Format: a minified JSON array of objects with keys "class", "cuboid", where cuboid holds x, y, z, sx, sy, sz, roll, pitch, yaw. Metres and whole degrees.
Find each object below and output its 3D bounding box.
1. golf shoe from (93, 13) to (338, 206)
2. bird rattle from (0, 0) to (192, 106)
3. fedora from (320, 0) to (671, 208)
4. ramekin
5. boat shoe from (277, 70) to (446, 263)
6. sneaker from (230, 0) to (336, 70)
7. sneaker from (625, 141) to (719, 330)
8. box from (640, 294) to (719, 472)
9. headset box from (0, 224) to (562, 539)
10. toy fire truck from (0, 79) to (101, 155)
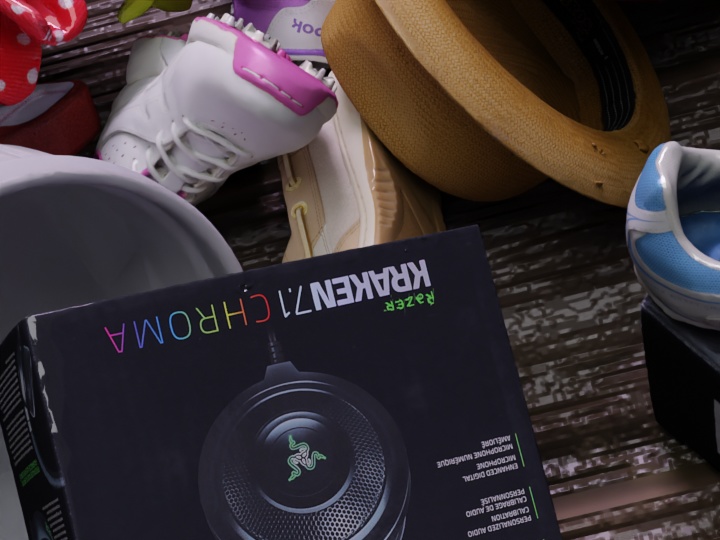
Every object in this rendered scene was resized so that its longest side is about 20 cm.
[{"class":"golf shoe","cuboid":[-0.069,-0.058,0.837,0.075,0.200,0.092,32,81,-17]},{"class":"bird rattle","cuboid":[-0.143,-0.158,0.827,0.199,0.113,0.164,-24,76,-34]},{"class":"fedora","cuboid":[0.049,-0.093,0.834,0.082,0.199,0.202,-39,51,32]},{"class":"ramekin","cuboid":[-0.148,0.043,0.768,0.200,0.201,0.105,-46,38,-15]},{"class":"boat shoe","cuboid":[0.000,0.000,0.835,0.069,0.074,0.202,-30,47,27]},{"class":"sneaker","cuboid":[-0.052,-0.157,0.932,0.072,0.115,0.201,3,22,-21]},{"class":"sneaker","cuboid":[0.190,-0.007,0.665,0.198,0.073,0.073,6,60,15]},{"class":"box","cuboid":[0.230,0.016,0.745,0.200,0.105,0.148,-40,59,-12]},{"class":"headset box","cuboid":[-0.023,0.105,0.679,0.172,0.093,0.202,-11,81,-20]},{"class":"toy fire truck","cuboid":[-0.234,-0.032,0.879,0.198,0.113,0.168,-2,30,38]}]
